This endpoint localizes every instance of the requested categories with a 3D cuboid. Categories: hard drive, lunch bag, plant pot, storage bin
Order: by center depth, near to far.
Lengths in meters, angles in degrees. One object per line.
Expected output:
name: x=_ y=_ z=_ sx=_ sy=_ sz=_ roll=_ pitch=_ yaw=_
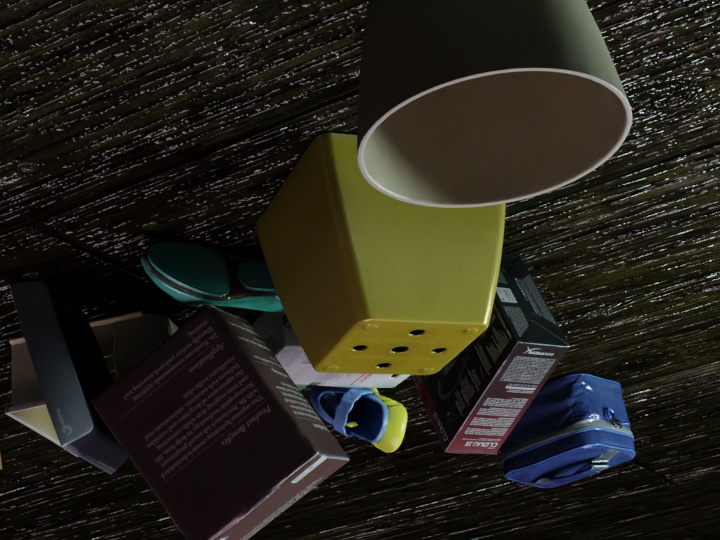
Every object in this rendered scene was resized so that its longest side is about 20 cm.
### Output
plant pot: x=0.080 y=-0.175 z=1.015 sx=0.187 sy=0.200 sz=0.187 roll=-6 pitch=156 yaw=-2
plant pot: x=0.027 y=-0.002 z=1.419 sx=0.200 sy=0.177 sz=0.200 roll=3 pitch=155 yaw=-23
hard drive: x=-0.309 y=0.111 z=1.557 sx=0.042 sy=0.200 sz=0.135 roll=-27 pitch=153 yaw=5
storage bin: x=-0.292 y=0.138 z=1.741 sx=0.198 sy=0.094 sz=0.200 roll=-12 pitch=156 yaw=10
lunch bag: x=0.303 y=0.241 z=2.103 sx=0.136 sy=0.133 sz=0.200 roll=16 pitch=148 yaw=-42

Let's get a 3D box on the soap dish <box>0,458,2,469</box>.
soap dish: x=-0.568 y=0.225 z=1.869 sx=0.199 sy=0.081 sz=0.157 roll=-3 pitch=156 yaw=-12

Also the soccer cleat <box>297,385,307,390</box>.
soccer cleat: x=-0.132 y=0.179 z=1.920 sx=0.084 sy=0.065 sz=0.200 roll=2 pitch=154 yaw=-26

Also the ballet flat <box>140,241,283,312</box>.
ballet flat: x=-0.148 y=0.016 z=1.538 sx=0.200 sy=0.067 sz=0.070 roll=6 pitch=146 yaw=-31

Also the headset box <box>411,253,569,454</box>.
headset box: x=0.134 y=0.100 z=1.638 sx=0.077 sy=0.149 sz=0.200 roll=6 pitch=129 yaw=-28

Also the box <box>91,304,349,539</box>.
box: x=-0.146 y=0.170 z=1.541 sx=0.166 sy=0.200 sz=0.164 roll=-38 pitch=167 yaw=3

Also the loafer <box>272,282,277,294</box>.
loafer: x=0.000 y=0.000 z=1.556 sx=0.200 sy=0.072 sz=0.063 roll=-1 pitch=153 yaw=-37

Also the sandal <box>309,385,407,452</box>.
sandal: x=-0.019 y=0.168 z=1.845 sx=0.087 sy=0.080 sz=0.200 roll=19 pitch=179 yaw=-28

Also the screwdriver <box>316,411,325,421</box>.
screwdriver: x=-0.086 y=0.217 z=2.059 sx=0.200 sy=0.028 sz=0.029 roll=-26 pitch=122 yaw=30

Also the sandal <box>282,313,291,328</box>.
sandal: x=-0.019 y=0.034 z=1.645 sx=0.075 sy=0.048 sz=0.200 roll=-24 pitch=169 yaw=39

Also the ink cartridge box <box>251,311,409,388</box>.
ink cartridge box: x=-0.027 y=0.089 z=1.741 sx=0.200 sy=0.068 sz=0.116 roll=6 pitch=153 yaw=-27
